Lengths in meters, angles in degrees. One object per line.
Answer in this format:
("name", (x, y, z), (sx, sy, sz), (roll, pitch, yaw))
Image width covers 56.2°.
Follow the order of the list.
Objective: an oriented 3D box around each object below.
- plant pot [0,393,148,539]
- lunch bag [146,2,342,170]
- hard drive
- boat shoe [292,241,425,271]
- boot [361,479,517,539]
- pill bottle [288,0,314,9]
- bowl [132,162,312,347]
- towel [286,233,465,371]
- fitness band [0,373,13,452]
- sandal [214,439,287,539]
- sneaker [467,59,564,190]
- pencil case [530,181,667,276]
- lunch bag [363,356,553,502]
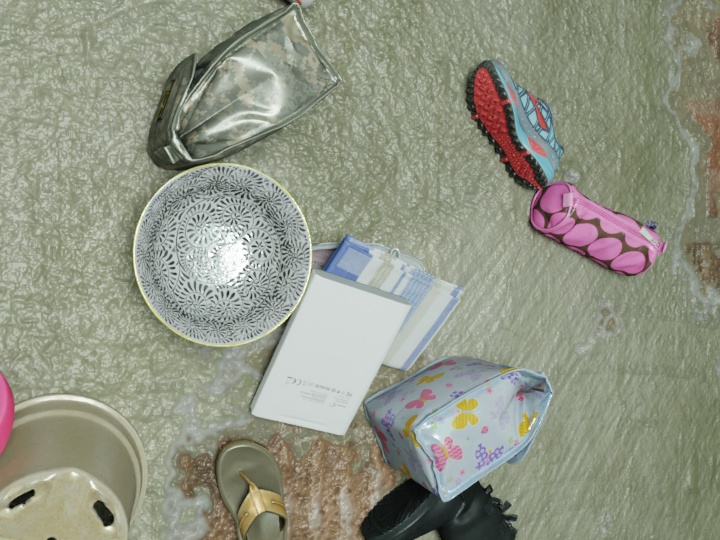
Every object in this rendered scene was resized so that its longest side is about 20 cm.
("plant pot", (-0.308, 0.240, 0.678), (0.199, 0.183, 0.202), (0, 91, -23))
("lunch bag", (-0.150, -0.187, 0.745), (0.200, 0.164, 0.118), (-41, 111, -18))
("hard drive", (-0.038, 0.106, 0.832), (0.131, 0.027, 0.201), (18, 110, -22))
("boat shoe", (-0.001, -0.002, 0.867), (0.200, 0.065, 0.075), (11, 87, -23))
("boot", (0.115, 0.355, 0.926), (0.198, 0.073, 0.163), (-35, 107, -19))
("pill bottle", (-0.115, -0.411, 0.783), (0.199, 0.112, 0.113), (34, 79, -21))
("bowl", (-0.164, -0.019, 0.781), (0.199, 0.094, 0.203), (-1, 92, -23))
("towel", (0.023, 0.047, 0.860), (0.199, 0.024, 0.147), (23, 110, -30))
("fitness band", (-0.427, 0.140, 0.634), (0.198, 0.038, 0.144), (7, 48, 7))
("sandal", (-0.124, 0.305, 0.828), (0.080, 0.054, 0.202), (-11, 96, -22))
("sneaker", (0.226, -0.218, 0.964), (0.096, 0.079, 0.201), (-45, 116, -26))
("pencil case", (0.354, -0.063, 1.003), (0.199, 0.094, 0.091), (20, 84, -22))
("lunch bag", (0.132, 0.187, 0.872), (0.199, 0.169, 0.128), (-28, 100, -21))
